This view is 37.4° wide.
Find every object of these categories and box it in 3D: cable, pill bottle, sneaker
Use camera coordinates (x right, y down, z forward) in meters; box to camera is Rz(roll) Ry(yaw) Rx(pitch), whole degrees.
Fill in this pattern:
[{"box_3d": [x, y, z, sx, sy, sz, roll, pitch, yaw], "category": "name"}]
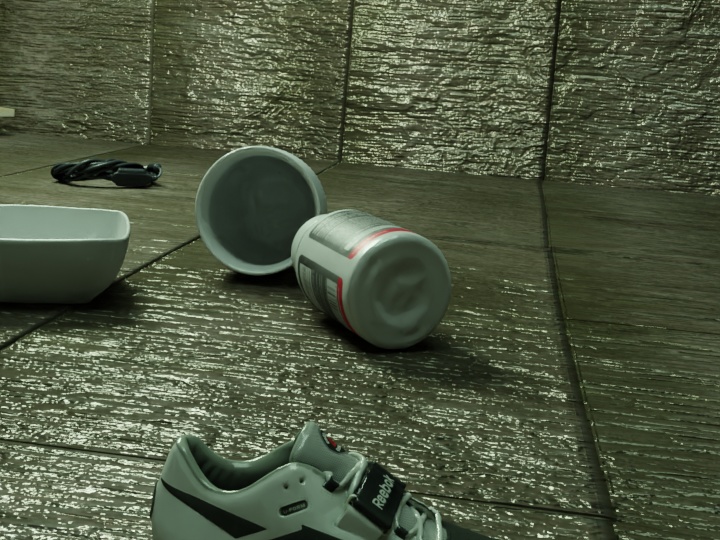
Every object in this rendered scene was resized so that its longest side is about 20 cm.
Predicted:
[{"box_3d": [-0.472, -0.188, 1.963, 0.198, 0.051, 0.163, -2, 13, -26], "category": "cable"}, {"box_3d": [0.000, 0.000, 1.064, 0.109, 0.112, 0.200, -1, 13, -24], "category": "pill bottle"}, {"box_3d": [-0.007, 0.123, 0.523, 0.197, 0.090, 0.074, 6, 10, 0], "category": "sneaker"}]

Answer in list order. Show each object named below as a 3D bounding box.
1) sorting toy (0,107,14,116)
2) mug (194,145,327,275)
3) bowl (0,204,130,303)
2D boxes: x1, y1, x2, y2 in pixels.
[{"box_3d": [-0.993, -0.374, 2.628, 0.199, 0.070, 0.198, 14, 14, 40], "category": "sorting toy"}, {"box_3d": [-0.091, -0.058, 1.297, 0.199, 0.148, 0.175, 35, 6, 1], "category": "mug"}, {"box_3d": [-0.342, -0.017, 1.110, 0.198, 0.076, 0.200, 3, 11, -14], "category": "bowl"}]
